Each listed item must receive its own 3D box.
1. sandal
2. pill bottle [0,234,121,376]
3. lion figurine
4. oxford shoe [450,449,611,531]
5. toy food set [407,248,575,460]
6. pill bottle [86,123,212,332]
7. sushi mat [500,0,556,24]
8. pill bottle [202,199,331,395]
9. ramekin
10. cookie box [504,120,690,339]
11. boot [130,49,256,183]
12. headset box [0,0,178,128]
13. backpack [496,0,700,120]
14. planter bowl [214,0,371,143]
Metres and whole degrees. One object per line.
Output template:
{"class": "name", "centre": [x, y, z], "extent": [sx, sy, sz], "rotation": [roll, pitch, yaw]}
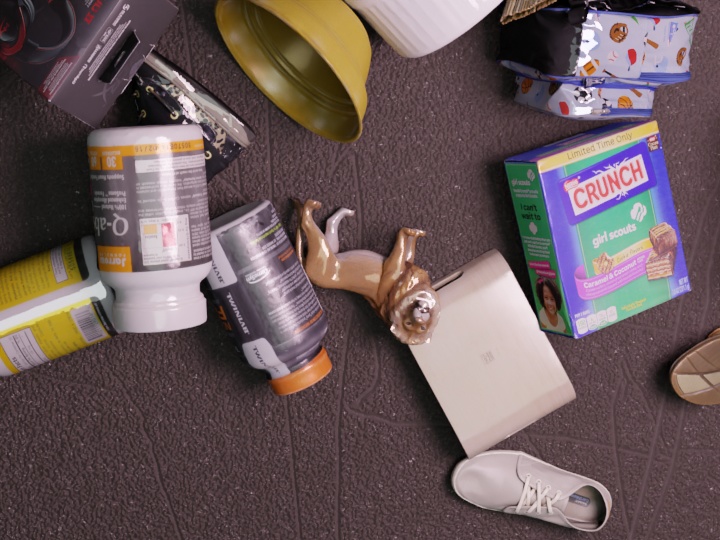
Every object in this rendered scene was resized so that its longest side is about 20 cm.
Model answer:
{"class": "sandal", "centre": [0.440, 0.090, 1.493], "extent": [0.200, 0.054, 0.081], "rotation": [-33, 108, -16]}
{"class": "pill bottle", "centre": [-0.353, 0.046, 1.343], "extent": [0.199, 0.111, 0.112], "rotation": [-21, 101, -4]}
{"class": "lion figurine", "centre": [0.000, 0.000, 1.400], "extent": [0.199, 0.072, 0.123], "rotation": [18, 95, 12]}
{"class": "oxford shoe", "centre": [0.204, 0.258, 1.483], "extent": [0.199, 0.058, 0.075], "rotation": [15, 99, -8]}
{"class": "toy food set", "centre": [0.139, 0.097, 1.453], "extent": [0.143, 0.060, 0.200], "rotation": [-29, 93, -2]}
{"class": "pill bottle", "centre": [-0.208, -0.044, 1.275], "extent": [0.116, 0.116, 0.201], "rotation": [-4, 97, -7]}
{"class": "sushi mat", "centre": [0.199, -0.343, 1.314], "extent": [0.012, 0.096, 0.201], "rotation": [37, 54, -30]}
{"class": "pill bottle", "centre": [-0.103, 0.033, 1.378], "extent": [0.106, 0.106, 0.201], "rotation": [-26, 101, -3]}
{"class": "ramekin", "centre": [0.083, -0.310, 1.305], "extent": [0.200, 0.200, 0.098], "rotation": [-42, 110, 0]}
{"class": "cookie box", "centre": [0.263, -0.049, 1.406], "extent": [0.171, 0.075, 0.201], "rotation": [-20, 102, -24]}
{"class": "boot", "centre": [-0.232, -0.149, 1.349], "extent": [0.203, 0.073, 0.154], "rotation": [37, 96, -10]}
{"class": "headset box", "centre": [-0.286, -0.248, 1.265], "extent": [0.200, 0.075, 0.149], "rotation": [39, 94, 32]}
{"class": "backpack", "centre": [0.256, -0.234, 1.348], "extent": [0.190, 0.200, 0.155], "rotation": [-8, 111, -16]}
{"class": "planter bowl", "centre": [-0.050, -0.232, 1.311], "extent": [0.200, 0.200, 0.083], "rotation": [46, 73, -12]}
